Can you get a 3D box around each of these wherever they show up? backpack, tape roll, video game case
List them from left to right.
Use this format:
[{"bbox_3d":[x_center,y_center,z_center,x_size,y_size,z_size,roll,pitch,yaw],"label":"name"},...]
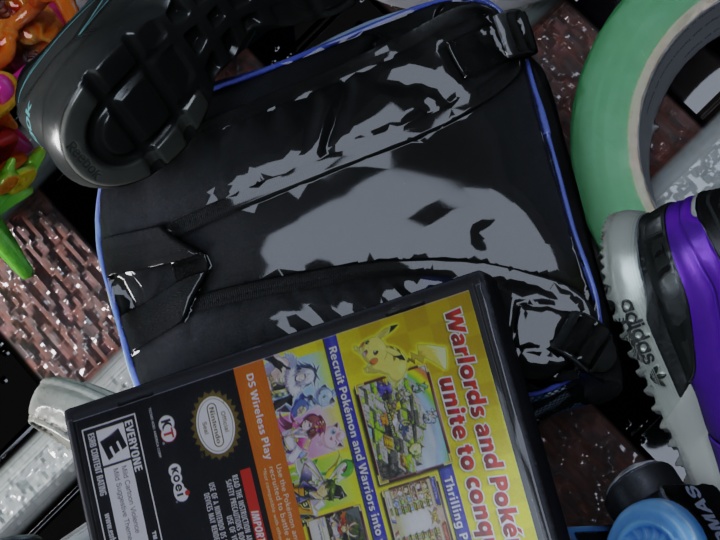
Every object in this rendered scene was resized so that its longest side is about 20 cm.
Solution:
[{"bbox_3d":[-0.009,0.122,0.663,0.181,0.026,0.200,-19,75,16],"label":"video game case"},{"bbox_3d":[0.000,0.000,0.767,0.200,0.147,0.183,-16,74,8],"label":"backpack"},{"bbox_3d":[0.194,-0.055,0.779,0.200,0.048,0.201,-2,80,14],"label":"tape roll"}]

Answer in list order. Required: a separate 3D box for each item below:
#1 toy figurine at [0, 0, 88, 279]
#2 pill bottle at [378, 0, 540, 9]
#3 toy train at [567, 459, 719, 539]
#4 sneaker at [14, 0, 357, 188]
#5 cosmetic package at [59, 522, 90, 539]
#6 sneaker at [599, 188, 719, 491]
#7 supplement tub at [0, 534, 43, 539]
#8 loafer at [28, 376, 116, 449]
[{"bbox_3d":[-0.140,-0.115,0.819,0.184,0.200,0.150,-42,85,-9],"label":"toy figurine"},{"bbox_3d":[0.047,-0.228,0.814,0.112,0.112,0.200,-4,80,14],"label":"pill bottle"},{"bbox_3d":[0.133,0.168,0.648,0.114,0.087,0.200,-52,52,31],"label":"toy train"},{"bbox_3d":[-0.064,-0.120,0.730,0.200,0.075,0.079,-42,35,-14],"label":"sneaker"},{"bbox_3d":[-0.075,0.200,0.744,0.074,0.102,0.200,-31,91,34],"label":"cosmetic package"},{"bbox_3d":[0.178,0.055,0.709,0.099,0.070,0.200,-20,107,28],"label":"sneaker"},{"bbox_3d":[-0.148,0.223,0.790,0.107,0.107,0.200,-23,75,10],"label":"supplement tub"},{"bbox_3d":[-0.076,0.117,0.808,0.200,0.070,0.070,31,81,17],"label":"loafer"}]
